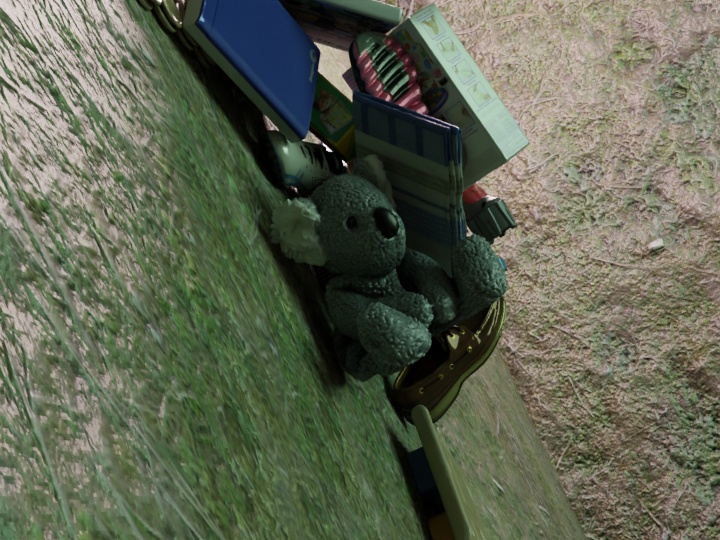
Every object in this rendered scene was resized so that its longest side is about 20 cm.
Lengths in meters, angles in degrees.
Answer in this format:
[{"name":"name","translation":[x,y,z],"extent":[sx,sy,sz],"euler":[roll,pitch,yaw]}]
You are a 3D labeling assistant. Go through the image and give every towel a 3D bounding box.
[{"name":"towel","translation":[0.054,-0.083,1.407],"extent":[0.146,0.024,0.201],"euler":[25,-44,37]}]

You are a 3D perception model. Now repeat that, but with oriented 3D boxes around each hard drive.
[{"name":"hard drive","translation":[-0.112,-0.248,1.437],"extent":[0.200,0.025,0.133],"euler":[45,42,-44]}]

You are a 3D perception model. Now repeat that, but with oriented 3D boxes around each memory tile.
[{"name":"memory tile","translation":[-0.208,-0.300,1.376],"extent":[0.154,0.017,0.200],"euler":[67,8,20]}]

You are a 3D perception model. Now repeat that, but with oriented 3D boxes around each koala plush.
[{"name":"koala plush","translation":[0.009,-0.009,1.353],"extent":[0.201,0.177,0.184],"euler":[57,-30,-2]}]

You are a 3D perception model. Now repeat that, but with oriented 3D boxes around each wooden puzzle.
[{"name":"wooden puzzle","translation":[0.103,0.273,1.496],"extent":[0.200,0.046,0.186],"euler":[62,7,-50]}]

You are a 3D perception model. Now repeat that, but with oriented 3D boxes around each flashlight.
[{"name":"flashlight","translation":[0.129,-0.130,1.706],"extent":[0.201,0.068,0.068],"euler":[57,1,7]}]

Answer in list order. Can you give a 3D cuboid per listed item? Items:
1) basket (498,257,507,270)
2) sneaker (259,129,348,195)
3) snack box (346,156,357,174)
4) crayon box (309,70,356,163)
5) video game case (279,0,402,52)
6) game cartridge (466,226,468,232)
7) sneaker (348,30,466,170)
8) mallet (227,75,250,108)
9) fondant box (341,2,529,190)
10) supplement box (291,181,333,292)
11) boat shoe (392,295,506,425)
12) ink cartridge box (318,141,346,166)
[{"name":"basket","translation":[0.104,0.040,1.749],"extent":[0.200,0.175,0.140],"euler":[76,-9,-78]},{"name":"sneaker","translation":[-0.064,-0.127,1.561],"extent":[0.072,0.072,0.200],"euler":[67,10,14]},{"name":"snack box","translation":[0.051,-0.057,1.598],"extent":[0.200,0.024,0.072],"euler":[41,25,-45]},{"name":"crayon box","translation":[-0.066,-0.213,1.626],"extent":[0.200,0.058,0.173],"euler":[43,3,14]},{"name":"video game case","translation":[-0.069,-0.307,1.569],"extent":[0.182,0.199,0.023],"euler":[173,-69,-74]},{"name":"game cartridge","translation":[0.070,-0.139,1.759],"extent":[0.201,0.032,0.176],"euler":[55,2,-15]},{"name":"sneaker","translation":[0.037,-0.178,1.542],"extent":[0.201,0.079,0.095],"euler":[60,-30,-7]},{"name":"mallet","translation":[-0.156,-0.257,1.481],"extent":[0.066,0.041,0.201],"euler":[96,-23,-68]},{"name":"fondant box","translation":[0.087,-0.191,1.577],"extent":[0.058,0.144,0.201],"euler":[-39,94,-40]},{"name":"supplement box","translation":[0.000,0.000,1.526],"extent":[0.109,0.061,0.201],"euler":[-4,66,-64]},{"name":"boat shoe","translation":[0.108,0.092,1.613],"extent":[0.072,0.201,0.068],"euler":[16,-28,44]},{"name":"ink cartridge box","translation":[0.021,-0.090,1.733],"extent":[0.162,0.050,0.200],"euler":[28,10,-21]}]
